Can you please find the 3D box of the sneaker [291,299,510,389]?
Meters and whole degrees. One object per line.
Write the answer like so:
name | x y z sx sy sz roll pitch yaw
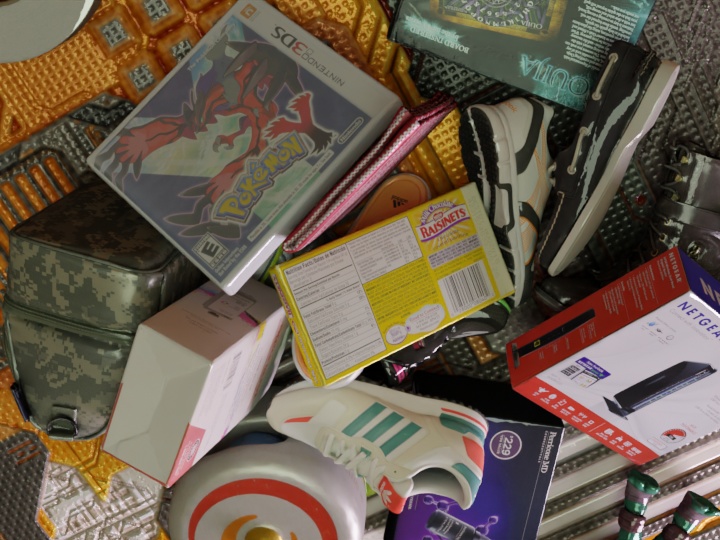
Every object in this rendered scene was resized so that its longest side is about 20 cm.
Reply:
sneaker | 0.039 0.066 0.926 0.198 0.084 0.077 -13 149 2

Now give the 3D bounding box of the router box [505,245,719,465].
router box | 0.258 0.083 0.904 0.199 0.049 0.179 32 129 -33

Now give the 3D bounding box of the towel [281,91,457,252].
towel | 0.011 -0.084 0.827 0.022 0.200 0.145 45 108 0

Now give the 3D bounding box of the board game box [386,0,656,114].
board game box | 0.137 -0.222 0.858 0.199 0.028 0.136 20 111 -7

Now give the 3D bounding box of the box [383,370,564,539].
box | 0.106 0.211 1.006 0.140 0.079 0.202 7 111 -4

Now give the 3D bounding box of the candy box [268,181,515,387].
candy box | 0.030 0.008 0.844 0.199 0.026 0.103 -24 93 -26

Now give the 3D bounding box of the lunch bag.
lunch bag | -0.211 0.031 0.873 0.138 0.200 0.169 11 112 5

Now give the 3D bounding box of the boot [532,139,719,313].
boot | 0.263 -0.032 0.918 0.198 0.069 0.175 8 109 -9

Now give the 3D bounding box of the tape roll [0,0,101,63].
tape roll | -0.304 -0.274 0.843 0.201 0.037 0.204 1 111 2

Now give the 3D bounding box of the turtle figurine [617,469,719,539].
turtle figurine | 0.273 0.308 1.029 0.149 0.101 0.201 18 96 -22

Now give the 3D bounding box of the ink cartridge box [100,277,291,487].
ink cartridge box | -0.121 0.075 0.846 0.067 0.200 0.117 26 111 10

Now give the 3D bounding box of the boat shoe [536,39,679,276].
boat shoe | 0.191 -0.092 0.858 0.060 0.074 0.201 31 113 17

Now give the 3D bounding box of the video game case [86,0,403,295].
video game case | -0.095 -0.108 0.819 0.182 0.023 0.200 39 84 26

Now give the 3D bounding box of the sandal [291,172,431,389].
sandal | -0.007 -0.003 0.883 0.079 0.059 0.208 18 75 26

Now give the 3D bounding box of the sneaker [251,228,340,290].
sneaker | -0.085 0.031 0.943 0.080 0.074 0.201 23 113 -12

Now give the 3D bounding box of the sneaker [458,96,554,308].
sneaker | 0.140 -0.057 0.902 0.080 0.074 0.201 -23 126 -23

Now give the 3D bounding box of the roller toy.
roller toy | -0.085 0.219 0.972 0.182 0.140 0.201 29 114 -11

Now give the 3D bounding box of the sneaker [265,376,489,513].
sneaker | 0.014 0.154 0.885 0.198 0.094 0.071 11 142 -6
